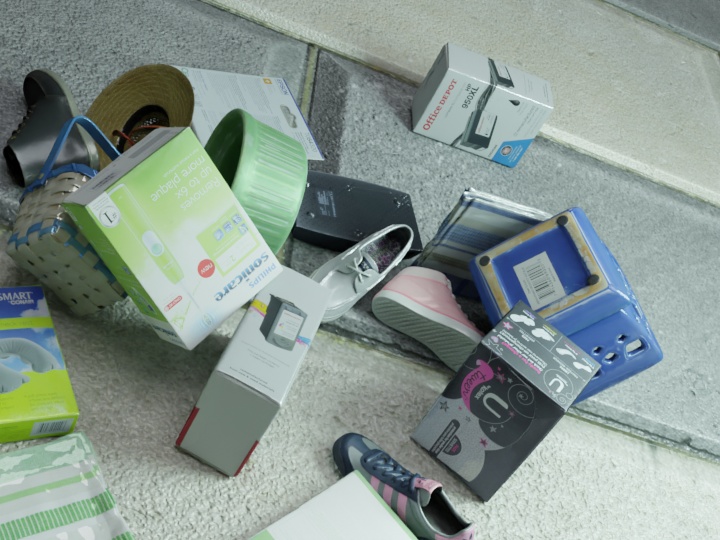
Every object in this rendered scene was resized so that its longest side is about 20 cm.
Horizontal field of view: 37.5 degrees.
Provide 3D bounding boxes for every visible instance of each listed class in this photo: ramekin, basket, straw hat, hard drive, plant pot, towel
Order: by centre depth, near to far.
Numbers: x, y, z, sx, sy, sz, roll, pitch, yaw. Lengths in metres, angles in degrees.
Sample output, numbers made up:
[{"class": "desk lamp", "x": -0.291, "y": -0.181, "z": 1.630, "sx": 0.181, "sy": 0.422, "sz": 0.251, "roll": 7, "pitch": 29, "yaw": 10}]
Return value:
[{"class": "towel", "x": -0.301, "y": 0.258, "z": 1.043, "sx": 0.153, "sy": 0.023, "sz": 0.200, "roll": -12, "pitch": 56, "yaw": -38}, {"class": "basket", "x": -0.314, "y": -0.064, "z": 1.247, "sx": 0.176, "sy": 0.139, "sz": 0.200, "roll": 49, "pitch": 44, "yaw": -29}, {"class": "ramekin", "x": -0.150, "y": -0.099, "z": 1.371, "sx": 0.098, "sy": 0.200, "sz": 0.200, "roll": 19, "pitch": 41, "yaw": -24}, {"class": "plant pot", "x": 0.264, "y": 0.047, "z": 1.418, "sx": 0.180, "sy": 0.200, "sz": 0.200, "roll": 52, "pitch": 15, "yaw": -49}, {"class": "straw hat", "x": -0.284, "y": -0.171, "z": 1.435, "sx": 0.085, "sy": 0.201, "sz": 0.201, "roll": 43, "pitch": 18, "yaw": -54}, {"class": "towel", "x": 0.166, "y": -0.032, "z": 1.486, "sx": 0.147, "sy": 0.200, "sz": 0.024, "roll": 16, "pitch": 48, "yaw": -17}, {"class": "hard drive", "x": -0.013, "y": -0.079, "z": 1.546, "sx": 0.200, "sy": 0.042, "sz": 0.135, "roll": 10, "pitch": 45, "yaw": -23}]

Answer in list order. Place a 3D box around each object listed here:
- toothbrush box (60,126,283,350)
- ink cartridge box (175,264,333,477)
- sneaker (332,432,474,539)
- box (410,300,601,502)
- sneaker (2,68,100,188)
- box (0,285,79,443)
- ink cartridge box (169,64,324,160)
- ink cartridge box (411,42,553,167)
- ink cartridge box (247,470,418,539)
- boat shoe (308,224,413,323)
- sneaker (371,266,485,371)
[{"class": "toothbrush box", "x": -0.205, "y": -0.037, "z": 1.170, "sx": 0.146, "sy": 0.086, "sz": 0.200, "roll": -41, "pitch": 117, "yaw": -22}, {"class": "ink cartridge box", "x": -0.118, "y": 0.111, "z": 1.209, "sx": 0.086, "sy": 0.148, "sz": 0.200, "roll": 27, "pitch": 39, "yaw": -4}, {"class": "sneaker", "x": 0.054, "y": 0.249, "z": 1.222, "sx": 0.200, "sy": 0.082, "sz": 0.070, "roll": 43, "pitch": 42, "yaw": 14}, {"class": "box", "x": 0.172, "y": 0.161, "z": 1.293, "sx": 0.132, "sy": 0.200, "sz": 0.115, "roll": 39, "pitch": 40, "yaw": 11}, {"class": "sneaker", "x": -0.426, "y": -0.191, "z": 1.386, "sx": 0.106, "sy": 0.075, "sz": 0.200, "roll": -15, "pitch": 53, "yaw": -31}, {"class": "box", "x": -0.388, "y": 0.090, "z": 1.143, "sx": 0.122, "sy": 0.048, "sz": 0.200, "roll": -3, "pitch": 51, "yaw": -34}, {"class": "ink cartridge box", "x": -0.178, "y": -0.224, "z": 1.595, "sx": 0.200, "sy": 0.043, "sz": 0.196, "roll": 1, "pitch": 47, "yaw": -33}, {"class": "ink cartridge box", "x": 0.204, "y": -0.279, "z": 1.804, "sx": 0.200, "sy": 0.145, "sz": 0.084, "roll": 18, "pitch": 42, "yaw": -14}, {"class": "ink cartridge box", "x": -0.029, "y": 0.316, "z": 1.131, "sx": 0.200, "sy": 0.048, "sz": 0.146, "roll": -24, "pitch": 64, "yaw": -44}, {"class": "boat shoe", "x": 0.000, "y": 0.000, "z": 1.431, "sx": 0.200, "sy": 0.069, "sz": 0.072, "roll": -32, "pitch": 85, "yaw": -35}, {"class": "sneaker", "x": 0.122, "y": 0.063, "z": 1.458, "sx": 0.200, "sy": 0.075, "sz": 0.105, "roll": 31, "pitch": 45, "yaw": 7}]
